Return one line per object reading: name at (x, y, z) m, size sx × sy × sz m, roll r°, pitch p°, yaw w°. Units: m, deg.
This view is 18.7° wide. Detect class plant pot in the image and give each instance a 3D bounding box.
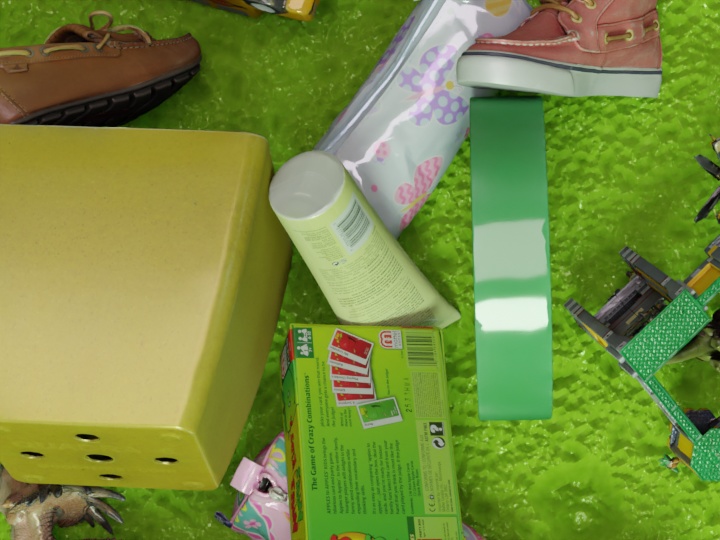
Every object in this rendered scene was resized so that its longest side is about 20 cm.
plant pot at (-0.154, 0.033, 1.356) m, size 0.198 × 0.200 × 0.178 m, roll 2°, pitch 70°, yaw 4°

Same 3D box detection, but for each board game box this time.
board game box at (0.007, 0.133, 1.360) m, size 0.101 × 0.048 × 0.202 m, roll 2°, pitch 60°, yaw -12°

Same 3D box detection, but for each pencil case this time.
pencil case at (0.009, 0.178, 1.409) m, size 0.199 × 0.087 × 0.088 m, roll 32°, pitch 88°, yaw 5°
pencil case at (0.036, -0.109, 1.427) m, size 0.083 × 0.091 × 0.201 m, roll 34°, pitch 90°, yaw 29°

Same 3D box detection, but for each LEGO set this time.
LEGO set at (0.230, 0.025, 1.413) m, size 0.153 × 0.116 × 0.200 m, roll 39°, pitch 93°, yaw -23°

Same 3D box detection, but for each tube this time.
tube at (0.000, 0.000, 1.383) m, size 0.058 × 0.200 × 0.052 m, roll 2°, pitch 59°, yaw 26°

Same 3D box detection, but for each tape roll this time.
tape roll at (0.094, -0.007, 1.360) m, size 0.048 × 0.200 × 0.203 m, roll -1°, pitch 85°, yaw 3°

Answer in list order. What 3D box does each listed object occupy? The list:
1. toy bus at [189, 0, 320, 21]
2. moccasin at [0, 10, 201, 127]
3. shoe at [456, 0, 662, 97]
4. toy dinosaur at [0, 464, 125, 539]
toy bus at (-0.118, -0.217, 1.455) m, size 0.198 × 0.078 × 0.066 m, roll 15°, pitch 85°, yaw 5°
moccasin at (-0.182, -0.130, 1.407) m, size 0.200 × 0.074 × 0.078 m, roll -21°, pitch 80°, yaw -43°
shoe at (0.129, -0.157, 1.377) m, size 0.071 × 0.199 × 0.092 m, roll 9°, pitch 98°, yaw 38°
toy dinosaur at (-0.166, 0.203, 1.424) m, size 0.198 × 0.086 × 0.137 m, roll 23°, pitch 80°, yaw 0°
